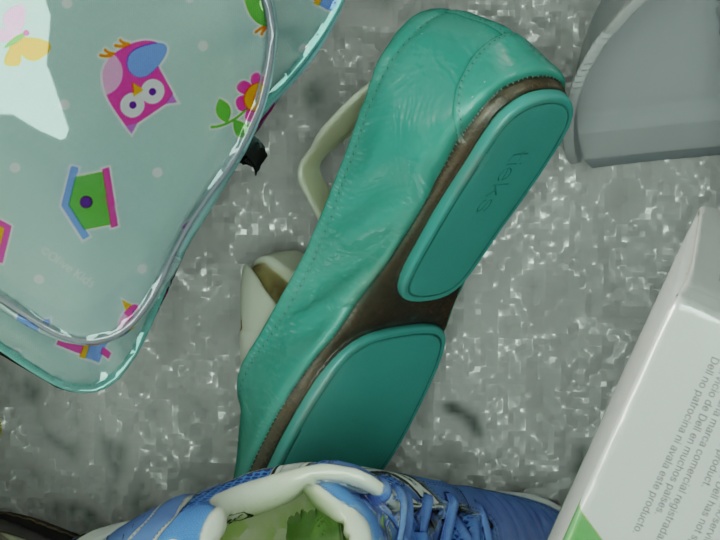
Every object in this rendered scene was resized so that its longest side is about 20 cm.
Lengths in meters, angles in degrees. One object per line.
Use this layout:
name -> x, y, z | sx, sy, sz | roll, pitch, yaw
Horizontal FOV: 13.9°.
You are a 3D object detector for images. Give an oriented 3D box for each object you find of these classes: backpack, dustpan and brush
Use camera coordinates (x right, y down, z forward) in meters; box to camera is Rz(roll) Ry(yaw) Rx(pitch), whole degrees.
backpack -> -0.099, -0.083, 0.912 | 0.175, 0.153, 0.201 | 32, 85, -13
dustpan and brush -> 0.124, -0.089, 0.885 | 0.139, 0.057, 0.201 | -5, 136, 6

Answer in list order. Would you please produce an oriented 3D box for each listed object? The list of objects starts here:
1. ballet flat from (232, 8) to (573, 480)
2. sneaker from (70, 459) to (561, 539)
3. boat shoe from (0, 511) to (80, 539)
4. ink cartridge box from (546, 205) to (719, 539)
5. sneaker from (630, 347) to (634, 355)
ballet flat -> 0.000, 0.000, 0.961 | 0.070, 0.067, 0.201 | 46, 120, 33
sneaker -> 0.002, 0.099, 0.925 | 0.077, 0.199, 0.076 | -34, 67, 47
boat shoe -> -0.051, 0.140, 0.983 | 0.199, 0.073, 0.075 | 34, 116, -9
ink cartridge box -> 0.156, 0.093, 0.834 | 0.199, 0.088, 0.146 | 23, 111, 3
sneaker -> 0.172, 0.018, 0.900 | 0.115, 0.075, 0.200 | 50, 139, 8
